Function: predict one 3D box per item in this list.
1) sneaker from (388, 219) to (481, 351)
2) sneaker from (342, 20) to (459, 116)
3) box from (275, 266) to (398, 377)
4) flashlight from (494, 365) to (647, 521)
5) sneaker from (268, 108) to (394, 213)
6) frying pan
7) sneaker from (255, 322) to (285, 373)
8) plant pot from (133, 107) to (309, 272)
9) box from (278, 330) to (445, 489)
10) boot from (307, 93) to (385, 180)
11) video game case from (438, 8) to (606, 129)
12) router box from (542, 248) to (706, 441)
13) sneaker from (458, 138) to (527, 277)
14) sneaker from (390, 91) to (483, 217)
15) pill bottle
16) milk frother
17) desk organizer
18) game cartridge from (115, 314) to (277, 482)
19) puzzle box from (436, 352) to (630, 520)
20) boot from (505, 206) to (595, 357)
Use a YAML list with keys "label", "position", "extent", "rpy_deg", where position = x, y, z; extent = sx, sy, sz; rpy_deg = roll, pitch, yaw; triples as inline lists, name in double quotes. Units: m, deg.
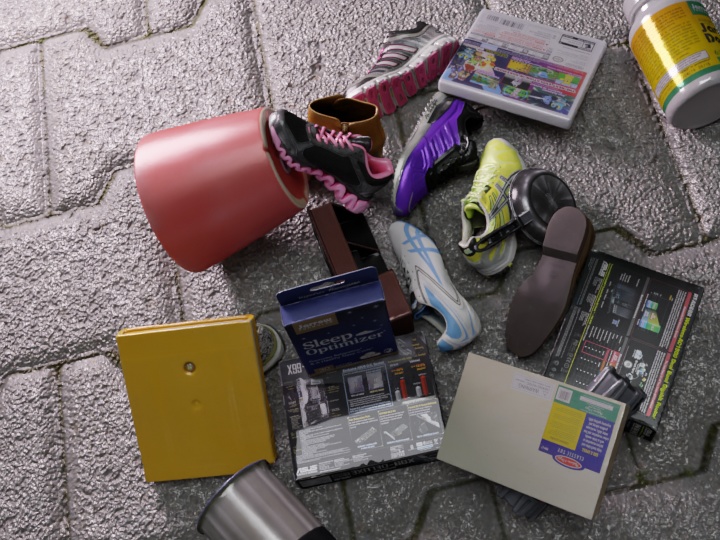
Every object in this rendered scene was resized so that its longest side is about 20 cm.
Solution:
- label: "sneaker"
  position: [0.084, 0.016, 1.241]
  extent: [0.072, 0.072, 0.201]
  rpy_deg: [-24, 64, -14]
- label: "sneaker"
  position: [0.047, -0.302, 1.393]
  extent: [0.199, 0.074, 0.088]
  rpy_deg: [-35, 59, -7]
- label: "box"
  position: [-0.024, 0.066, 1.110]
  extent: [0.119, 0.201, 0.033]
  rpy_deg: [-15, 61, 1]
- label: "flashlight"
  position: [0.241, 0.199, 1.099]
  extent: [0.068, 0.067, 0.201]
  rpy_deg: [43, 104, 27]
- label: "sneaker"
  position: [-0.033, -0.160, 1.240]
  extent: [0.095, 0.199, 0.080]
  rpy_deg: [-32, 43, 30]
- label: "frying pan"
  position: [0.217, -0.086, 1.239]
  extent: [0.188, 0.031, 0.117]
  rpy_deg: [-3, 73, -32]
- label: "sneaker"
  position: [-0.192, 0.129, 1.223]
  extent: [0.200, 0.089, 0.077]
  rpy_deg: [-41, 66, -11]
- label: "plant pot"
  position: [-0.175, -0.118, 1.255]
  extent: [0.175, 0.200, 0.203]
  rpy_deg: [-19, 64, 15]
- label: "box"
  position: [0.003, 0.176, 1.194]
  extent: [0.197, 0.050, 0.160]
  rpy_deg: [-13, 64, 2]
- label: "boot"
  position: [-0.064, -0.190, 1.317]
  extent: [0.198, 0.144, 0.072]
  rpy_deg: [-3, 64, 7]
- label: "video game case"
  position: [0.237, -0.296, 1.364]
  extent: [0.198, 0.023, 0.183]
  rpy_deg: [20, 56, 16]
- label: "router box"
  position: [0.326, 0.090, 1.177]
  extent: [0.148, 0.062, 0.202]
  rpy_deg: [20, 70, 17]
- label: "sneaker"
  position: [0.177, -0.096, 1.264]
  extent: [0.075, 0.076, 0.203]
  rpy_deg: [-15, 57, 39]
- label: "sneaker"
  position: [0.114, -0.156, 1.316]
  extent: [0.098, 0.070, 0.202]
  rpy_deg: [22, 71, 15]
- label: "pill bottle"
  position: [0.444, -0.309, 1.311]
  extent: [0.111, 0.113, 0.202]
  rpy_deg: [-17, 64, 0]
- label: "milk frother"
  position: [-0.118, 0.337, 1.059]
  extent: [0.188, 0.200, 0.181]
  rpy_deg: [40, 81, 23]
- label: "desk organizer"
  position: [0.000, 0.000, 1.263]
  extent: [0.076, 0.072, 0.202]
  rpy_deg: [-21, 65, -4]
- label: "game cartridge"
  position: [-0.203, 0.162, 1.181]
  extent: [0.174, 0.032, 0.203]
  rpy_deg: [-6, 106, 5]
- label: "puzzle box"
  position: [0.195, 0.187, 1.079]
  extent: [0.198, 0.025, 0.135]
  rpy_deg: [17, 85, 31]
- label: "boot"
  position: [0.254, 0.023, 1.218]
  extent: [0.073, 0.075, 0.202]
  rpy_deg: [25, 91, 35]
